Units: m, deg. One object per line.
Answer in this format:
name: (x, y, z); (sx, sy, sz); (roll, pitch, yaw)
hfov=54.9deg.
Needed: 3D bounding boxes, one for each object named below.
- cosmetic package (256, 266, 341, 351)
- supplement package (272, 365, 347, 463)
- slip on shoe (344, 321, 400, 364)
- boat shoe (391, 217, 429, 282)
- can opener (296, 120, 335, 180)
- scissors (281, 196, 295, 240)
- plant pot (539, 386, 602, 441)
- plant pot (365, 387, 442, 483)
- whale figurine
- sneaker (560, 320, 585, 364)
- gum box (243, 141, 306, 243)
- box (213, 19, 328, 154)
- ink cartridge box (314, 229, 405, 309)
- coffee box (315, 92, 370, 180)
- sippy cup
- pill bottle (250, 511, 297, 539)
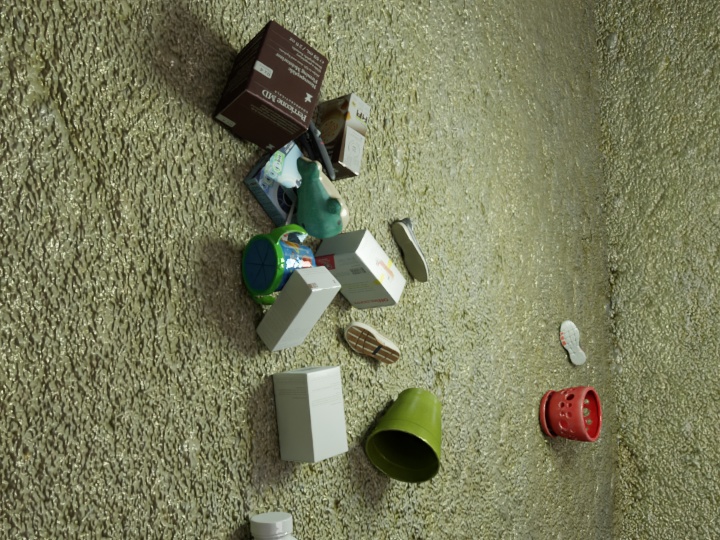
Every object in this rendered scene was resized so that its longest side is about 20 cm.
cosmetic package: (-0.140, 0.085, 1.547); (0.074, 0.200, 0.101); (48, 30, 24)
supplement package: (-0.116, 0.329, 1.602); (0.117, 0.117, 0.202); (-2, 86, -51)
slip on shoe: (0.028, 0.183, 1.844); (0.199, 0.076, 0.061); (31, 22, -35)
boat shoe: (0.161, -0.062, 2.025); (0.063, 0.072, 0.201); (-40, 110, -42)
can opener: (-0.109, -0.300, 1.697); (0.078, 0.063, 0.201); (-1, 58, -47)
scissors: (-0.184, -0.073, 1.616); (0.073, 0.014, 0.202); (-1, 101, -34)
plant pot: (0.785, 0.535, 2.594); (0.200, 0.182, 0.202); (9, 78, -48)
plant pot: (0.136, 0.425, 1.852); (0.201, 0.199, 0.193); (61, 33, -24)
whale figurine: (-0.107, -0.161, 1.597); (0.104, 0.159, 0.201); (-39, 132, -24)
sneaker: (0.859, 0.286, 2.824); (0.082, 0.077, 0.201); (-68, 140, -68)
gum box: (-0.170, -0.195, 1.670); (0.200, 0.044, 0.170); (55, 48, -30)
box: (-0.198, -0.406, 1.551); (0.165, 0.164, 0.201); (28, 63, -29)
ink cartridge box: (0.000, 0.000, 1.757); (0.200, 0.144, 0.084); (51, 48, -32)
coffee box: (-0.055, -0.339, 1.775); (0.080, 0.114, 0.201); (29, 63, -44)
sippy cup: (-0.176, -0.011, 1.556); (0.130, 0.177, 0.141); (3, 67, -45)
pill bottle: (-0.185, 0.628, 1.474); (0.119, 0.119, 0.202); (4, 82, -49)
